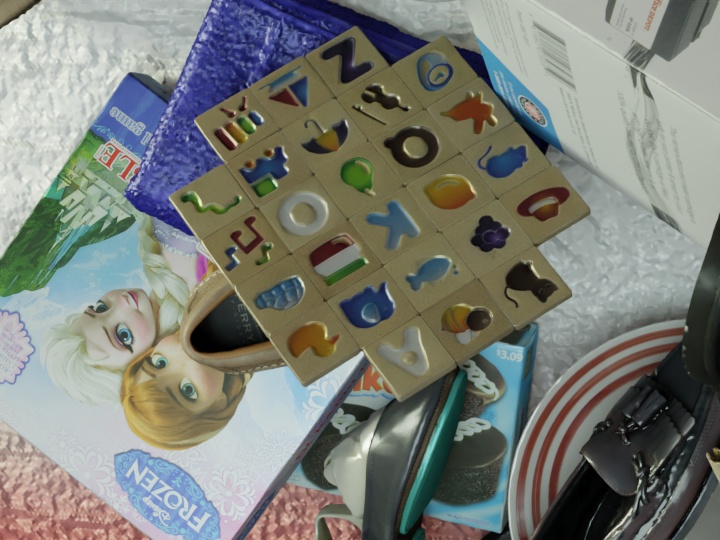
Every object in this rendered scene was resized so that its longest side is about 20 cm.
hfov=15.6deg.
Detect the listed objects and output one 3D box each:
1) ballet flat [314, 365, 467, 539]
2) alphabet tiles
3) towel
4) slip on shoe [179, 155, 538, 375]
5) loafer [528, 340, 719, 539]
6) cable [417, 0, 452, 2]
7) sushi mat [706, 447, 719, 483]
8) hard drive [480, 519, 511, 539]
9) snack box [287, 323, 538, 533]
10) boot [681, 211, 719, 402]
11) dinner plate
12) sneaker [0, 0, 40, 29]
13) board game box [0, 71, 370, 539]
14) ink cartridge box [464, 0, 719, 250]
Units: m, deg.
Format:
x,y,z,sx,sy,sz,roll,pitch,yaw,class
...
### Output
x,y,z,sx,sy,sz,roll,pitch,yaw,class
0.009,0.131,1.433,0.073,0.073,0.200,16,121,11,ballet flat
0.008,-0.032,1.300,0.200,0.166,0.006,53,168,30,alphabet tiles
-0.008,-0.064,1.374,0.200,0.050,0.148,22,83,8,towel
0.000,0.000,1.321,0.200,0.061,0.076,-18,92,13,slip on shoe
0.131,0.119,1.361,0.063,0.072,0.200,22,102,-27,loafer
0.034,-0.231,1.250,0.069,0.200,0.200,33,108,46,cable
0.241,0.173,1.345,0.096,0.012,0.200,26,151,47,sushi mat
0.147,0.216,1.484,0.200,0.038,0.140,45,118,-3,hard drive
-0.006,0.068,1.470,0.199,0.037,0.116,12,114,13,snack box
0.236,0.035,1.163,0.157,0.211,0.080,11,74,23,boot
0.178,0.123,1.415,0.200,0.024,0.201,0,98,-1,dinner plate
-0.155,-0.203,1.386,0.200,0.070,0.076,-35,97,26,sneaker
-0.101,0.030,1.435,0.200,0.041,0.200,36,99,10,board game box
0.152,-0.091,1.248,0.200,0.084,0.145,37,165,29,ink cartridge box
